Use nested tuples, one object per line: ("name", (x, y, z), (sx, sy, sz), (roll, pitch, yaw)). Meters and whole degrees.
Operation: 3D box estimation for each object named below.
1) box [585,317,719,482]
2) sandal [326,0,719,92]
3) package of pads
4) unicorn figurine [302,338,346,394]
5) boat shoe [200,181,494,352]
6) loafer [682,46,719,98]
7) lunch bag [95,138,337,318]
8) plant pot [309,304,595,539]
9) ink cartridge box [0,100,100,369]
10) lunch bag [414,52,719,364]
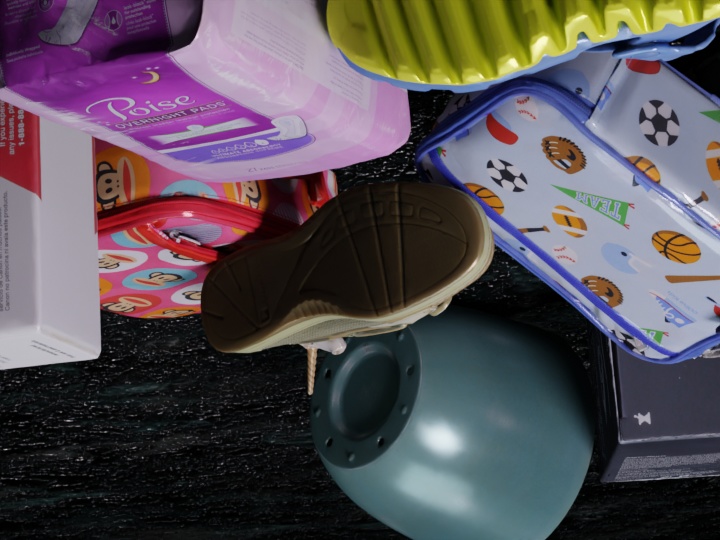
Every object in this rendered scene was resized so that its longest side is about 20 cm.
("box", (0.231, 0.072, 1.550), (0.103, 0.149, 0.200), (-4, 167, 1))
("sandal", (0.084, -0.116, 0.903), (0.198, 0.080, 0.087), (-5, 170, 11))
("package of pads", (-0.071, -0.097, 0.934), (0.120, 0.076, 0.200), (-11, 164, 25))
("unicorn figurine", (-0.029, 0.019, 1.460), (0.137, 0.074, 0.200), (-1, 156, 35))
("boat shoe", (0.000, 0.003, 1.117), (0.200, 0.074, 0.063), (-23, 161, 39))
("loafer", (0.169, -0.050, 1.122), (0.062, 0.072, 0.200), (-5, 150, -14))
("lunch bag", (-0.098, -0.034, 1.193), (0.175, 0.083, 0.200), (-15, 163, 27))
("plant pot", (0.058, 0.116, 1.615), (0.200, 0.202, 0.160), (-16, 150, 43))
("ink cartridge box", (-0.241, -0.020, 1.059), (0.198, 0.146, 0.084), (-7, 166, 14))
("lunch bag", (0.133, -0.034, 1.061), (0.200, 0.076, 0.160), (40, 149, -12))
